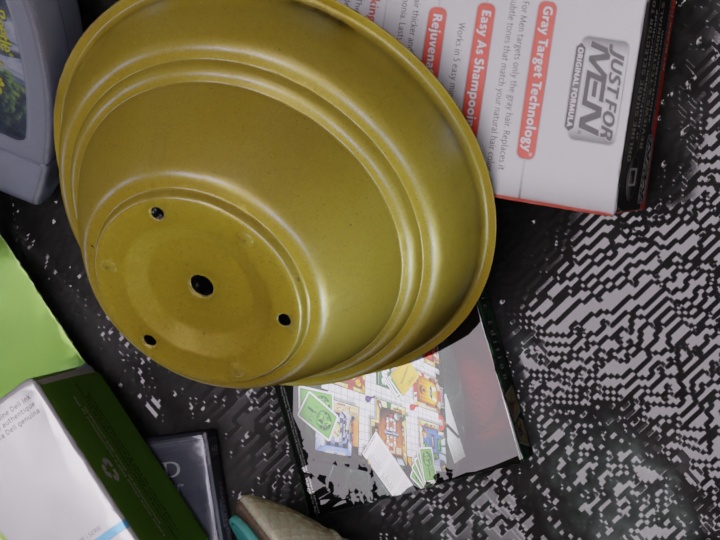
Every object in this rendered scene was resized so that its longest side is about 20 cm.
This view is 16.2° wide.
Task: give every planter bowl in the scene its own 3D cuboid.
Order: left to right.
[{"bbox_3d":[-0.051,-0.014,1.031,0.200,0.084,0.201,12,129,15],"label":"planter bowl"}]

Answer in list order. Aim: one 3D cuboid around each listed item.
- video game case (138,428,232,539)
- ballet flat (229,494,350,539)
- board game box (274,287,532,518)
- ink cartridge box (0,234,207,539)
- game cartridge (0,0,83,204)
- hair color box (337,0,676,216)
[{"bbox_3d":[-0.119,0.181,1.170,0.142,0.019,0.201,-9,89,19],"label":"video game case"},{"bbox_3d":[0.020,0.172,1.109,0.062,0.067,0.200,-34,85,-11],"label":"ballet flat"},{"bbox_3d":[0.000,0.000,1.118,0.105,0.023,0.201,-16,87,20],"label":"board game box"},{"bbox_3d":[-0.188,0.085,1.133,0.148,0.076,0.200,-36,85,14],"label":"ink cartridge box"},{"bbox_3d":[-0.184,-0.115,1.102,0.133,0.200,0.041,18,53,15],"label":"game cartridge"},{"bbox_3d":[0.025,-0.087,1.064,0.199,0.061,0.102,11,96,18],"label":"hair color box"}]
